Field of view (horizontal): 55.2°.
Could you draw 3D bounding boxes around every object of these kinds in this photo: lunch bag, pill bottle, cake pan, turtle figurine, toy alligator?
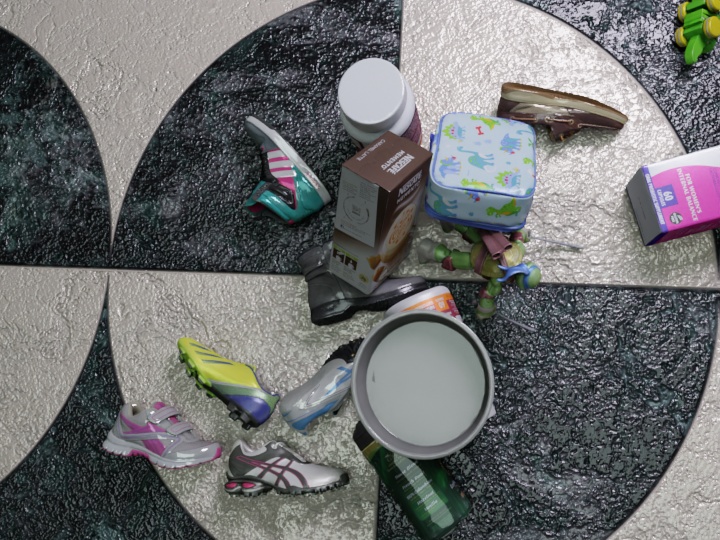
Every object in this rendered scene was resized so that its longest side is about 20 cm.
[{"bbox_3d":[0.175,-0.150,1.017,0.159,0.083,0.201,9,45,4],"label":"lunch bag"},{"bbox_3d":[0.031,-0.233,1.042,0.113,0.200,0.116,-1,82,10],"label":"pill bottle"},{"bbox_3d":[0.119,0.135,1.021,0.109,0.110,0.202,-24,78,6],"label":"pill bottle"},{"bbox_3d":[0.086,0.155,0.950,0.198,0.037,0.203,-2,83,14],"label":"cake pan"},{"bbox_3d":[0.197,-0.006,1.045,0.193,0.199,0.145,30,111,32],"label":"turtle figurine"},{"bbox_3d":[0.528,-0.406,1.053,0.054,0.059,0.203,14,81,-30],"label":"toy alligator"}]

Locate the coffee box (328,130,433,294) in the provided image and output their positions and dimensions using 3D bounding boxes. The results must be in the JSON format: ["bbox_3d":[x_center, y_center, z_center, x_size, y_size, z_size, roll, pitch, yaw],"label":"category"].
[{"bbox_3d":[0.026,-0.080,0.986,0.079,0.201,0.114,31,50,19],"label":"coffee box"}]

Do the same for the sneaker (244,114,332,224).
[{"bbox_3d":[-0.153,-0.152,1.129,0.121,0.084,0.200,-41,78,-7],"label":"sneaker"}]

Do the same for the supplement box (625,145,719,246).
[{"bbox_3d":[0.505,-0.116,0.990,0.198,0.103,0.102,-15,79,6],"label":"supplement box"}]

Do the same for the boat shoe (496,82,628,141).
[{"bbox_3d":[0.309,-0.237,1.068,0.197,0.072,0.073,12,115,1],"label":"boat shoe"}]

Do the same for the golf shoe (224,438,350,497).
[{"bbox_3d":[-0.115,0.304,1.060,0.197,0.077,0.089,-2,74,10],"label":"golf shoe"}]

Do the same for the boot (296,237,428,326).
[{"bbox_3d":[0.000,0.000,1.087,0.197,0.070,0.133,-13,72,2],"label":"boot"}]

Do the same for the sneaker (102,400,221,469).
[{"bbox_3d":[-0.314,0.259,1.098,0.197,0.081,0.089,9,85,11],"label":"sneaker"}]

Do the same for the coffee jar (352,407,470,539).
[{"bbox_3d":[0.072,0.290,1.010,0.085,0.104,0.201,-38,78,4],"label":"coffee jar"}]

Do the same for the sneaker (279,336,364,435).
[{"bbox_3d":[-0.035,0.175,1.073,0.199,0.072,0.073,-38,112,-3],"label":"sneaker"}]

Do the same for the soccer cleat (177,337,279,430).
[{"bbox_3d":[-0.215,0.170,1.113,0.200,0.065,0.084,39,61,17],"label":"soccer cleat"}]
